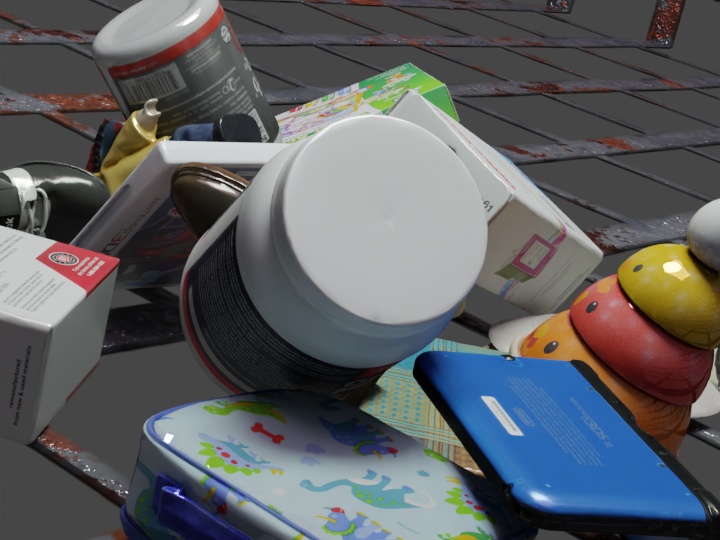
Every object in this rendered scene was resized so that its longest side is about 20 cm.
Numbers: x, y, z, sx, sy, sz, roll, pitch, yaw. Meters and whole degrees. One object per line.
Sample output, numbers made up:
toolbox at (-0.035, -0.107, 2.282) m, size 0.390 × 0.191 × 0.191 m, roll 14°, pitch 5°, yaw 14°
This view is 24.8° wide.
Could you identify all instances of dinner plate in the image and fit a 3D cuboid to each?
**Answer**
dinner plate at (0.203, 0.070, 1.338) m, size 0.199 × 0.024 × 0.200 m, roll 15°, pitch 13°, yaw -4°

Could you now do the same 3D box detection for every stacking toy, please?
stacking toy at (0.210, 0.030, 1.143) m, size 0.146 × 0.200 × 0.146 m, roll 29°, pitch 21°, yaw -12°

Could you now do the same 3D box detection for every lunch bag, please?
lunch bag at (-0.021, 0.137, 0.882) m, size 0.199 × 0.083 × 0.160 m, roll 26°, pitch 19°, yaw 31°

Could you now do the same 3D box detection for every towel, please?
towel at (0.066, 0.099, 1.156) m, size 0.146 × 0.022 × 0.200 m, roll 12°, pitch 22°, yaw 0°

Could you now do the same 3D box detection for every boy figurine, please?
boy figurine at (-0.169, -0.074, 1.315) m, size 0.199 × 0.125 × 0.064 m, roll -12°, pitch -5°, yaw 29°

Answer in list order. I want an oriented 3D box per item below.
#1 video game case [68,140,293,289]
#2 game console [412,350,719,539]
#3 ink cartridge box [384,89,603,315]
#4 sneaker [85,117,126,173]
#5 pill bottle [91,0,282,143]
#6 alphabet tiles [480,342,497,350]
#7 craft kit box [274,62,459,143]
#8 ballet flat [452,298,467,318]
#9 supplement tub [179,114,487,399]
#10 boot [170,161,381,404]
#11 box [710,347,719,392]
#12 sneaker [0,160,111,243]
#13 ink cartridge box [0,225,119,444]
video game case at (-0.111, -0.038, 1.234) m, size 0.199 × 0.182 × 0.023 m, roll -3°, pitch 62°, yaw -42°
game console at (0.125, 0.140, 0.938) m, size 0.170 × 0.119 × 0.200 m, roll 5°, pitch 19°, yaw -19°
ink cartridge box at (0.100, -0.053, 1.386) m, size 0.145 × 0.085 × 0.200 m, roll 49°, pitch 11°, yaw 31°
sneaker at (-0.186, -0.093, 1.466) m, size 0.095 × 0.080 × 0.200 m, roll 17°, pitch 18°, yaw 4°
pill bottle at (-0.135, -0.129, 1.390) m, size 0.115 × 0.201 × 0.116 m, roll -20°, pitch 29°, yaw 11°
alphabet tiles at (0.149, 0.098, 1.256) m, size 0.167 × 0.008 × 0.200 m, roll 23°, pitch 19°, yaw 24°
craft kit box at (-0.019, -0.137, 1.593) m, size 0.199 × 0.049 × 0.198 m, roll -23°, pitch 18°, yaw -3°
ballet flat at (0.000, 0.000, 1.370) m, size 0.069 × 0.070 × 0.200 m, roll -5°, pitch 24°, yaw -46°
supplement tub at (-0.020, 0.000, 0.982) m, size 0.140 × 0.141 × 0.200 m, roll 7°, pitch -19°, yaw -19°
boot at (-0.069, 0.019, 1.095) m, size 0.200 × 0.075 × 0.097 m, roll 45°, pitch 44°, yaw -4°
box at (0.317, 0.062, 1.385) m, size 0.050 × 0.076 × 0.200 m, roll 5°, pitch 19°, yaw -28°
sneaker at (-0.287, -0.039, 1.244) m, size 0.199 × 0.075 × 0.089 m, roll -1°, pitch 21°, yaw -15°
ink cartridge box at (-0.273, 0.022, 1.038) m, size 0.199 × 0.084 × 0.144 m, roll 16°, pitch 19°, yaw 4°
